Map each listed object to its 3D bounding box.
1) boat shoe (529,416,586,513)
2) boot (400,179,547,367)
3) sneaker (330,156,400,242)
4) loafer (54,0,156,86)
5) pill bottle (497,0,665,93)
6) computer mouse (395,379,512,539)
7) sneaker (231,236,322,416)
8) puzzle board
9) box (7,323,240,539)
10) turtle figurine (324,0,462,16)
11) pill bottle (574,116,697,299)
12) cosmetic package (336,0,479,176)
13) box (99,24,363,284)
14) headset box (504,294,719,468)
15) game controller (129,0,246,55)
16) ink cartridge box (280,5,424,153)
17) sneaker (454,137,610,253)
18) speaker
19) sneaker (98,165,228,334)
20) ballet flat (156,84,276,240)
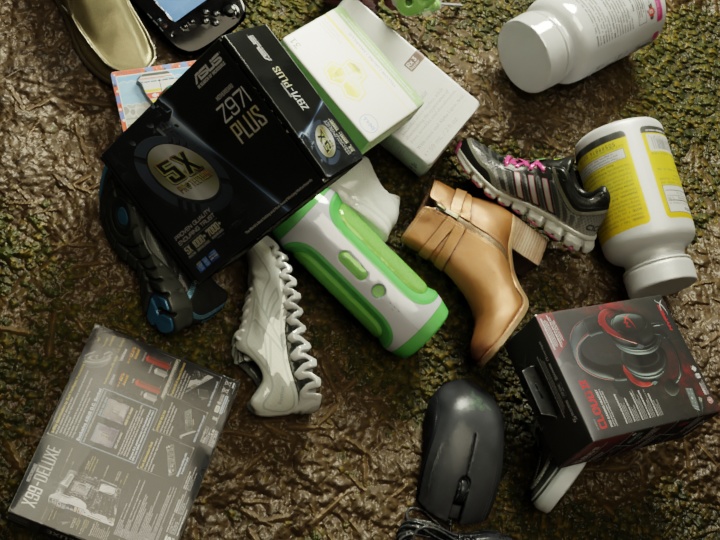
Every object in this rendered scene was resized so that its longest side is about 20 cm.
[{"bbox_3d":[0.221,0.175,1.186,0.071,0.072,0.200,32,52,4],"label":"boat shoe"},{"bbox_3d":[0.116,-0.002,1.205,0.155,0.077,0.200,29,62,-7],"label":"boot"},{"bbox_3d":[-0.034,-0.118,1.202,0.200,0.075,0.089,45,50,-18],"label":"sneaker"},{"bbox_3d":[-0.291,-0.288,1.186,0.076,0.067,0.200,-33,83,-26],"label":"loafer"},{"bbox_3d":[0.277,-0.304,1.354,0.200,0.113,0.113,-29,81,-26],"label":"pill bottle"},{"bbox_3d":[0.114,0.208,1.139,0.138,0.053,0.200,11,67,-13],"label":"computer mouse"},{"bbox_3d":[-0.098,0.056,1.120,0.081,0.075,0.200,-11,73,-12],"label":"sneaker"},{"bbox_3d":[-0.161,-0.159,1.186,0.200,0.017,0.151,-13,91,-22],"label":"puzzle board"},{"bbox_3d":[-0.225,0.173,1.042,0.157,0.050,0.200,23,65,-8],"label":"box"},{"bbox_3d":[0.052,-0.369,1.256,0.200,0.194,0.144,-1,110,-11],"label":"turtle figurine"},{"bbox_3d":[0.333,-0.071,1.285,0.111,0.111,0.200,-6,71,-20],"label":"pill bottle"},{"bbox_3d":[0.029,-0.213,1.247,0.200,0.074,0.102,39,82,-2],"label":"cosmetic package"},{"bbox_3d":[-0.127,-0.111,1.049,0.164,0.200,0.086,54,31,-2],"label":"box"},{"bbox_3d":[0.259,0.117,1.146,0.200,0.075,0.149,-6,61,-28],"label":"headset box"},{"bbox_3d":[-0.226,-0.339,1.243,0.104,0.042,0.200,-39,85,-26],"label":"game controller"},{"bbox_3d":[-0.045,-0.179,1.136,0.146,0.048,0.200,50,51,1],"label":"ink cartridge box"},{"bbox_3d":[0.206,-0.108,1.253,0.200,0.088,0.074,34,21,4],"label":"sneaker"},{"bbox_3d":[0.000,0.000,1.154,0.200,0.088,0.088,45,63,-5],"label":"speaker"},{"bbox_3d":[-0.209,-0.032,1.125,0.082,0.073,0.200,-18,82,-40],"label":"sneaker"},{"bbox_3d":[-0.144,-0.114,1.142,0.068,0.072,0.200,-37,99,-21],"label":"ballet flat"}]
